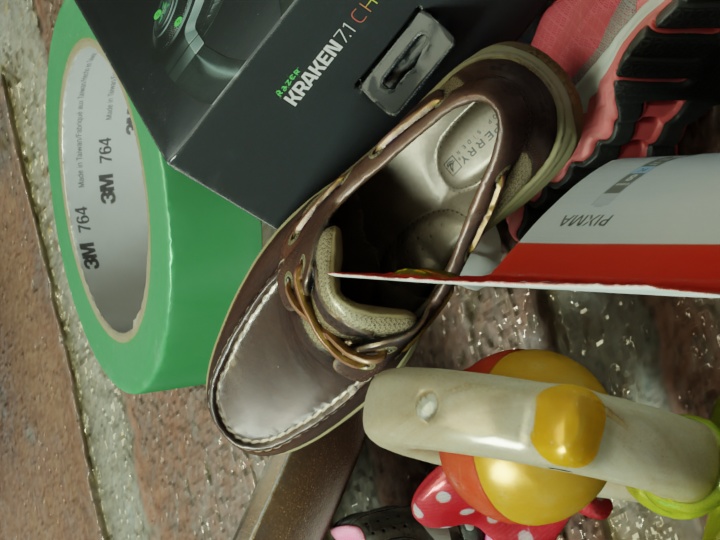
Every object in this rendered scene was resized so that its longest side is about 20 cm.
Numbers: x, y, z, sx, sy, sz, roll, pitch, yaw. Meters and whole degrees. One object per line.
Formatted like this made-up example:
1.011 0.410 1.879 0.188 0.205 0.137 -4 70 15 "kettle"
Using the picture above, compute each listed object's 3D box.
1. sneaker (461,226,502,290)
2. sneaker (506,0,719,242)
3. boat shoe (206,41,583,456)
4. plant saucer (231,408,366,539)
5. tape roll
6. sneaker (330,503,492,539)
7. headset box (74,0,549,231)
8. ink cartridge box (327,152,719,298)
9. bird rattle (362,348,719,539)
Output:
0.010 -0.076 1.032 0.089 0.075 0.200 -57 45 22 "sneaker"
0.101 -0.091 0.890 0.200 0.074 0.087 -51 46 47 "sneaker"
0.000 0.000 0.874 0.072 0.072 0.200 47 117 4 "boat shoe"
-0.037 0.116 1.047 0.200 0.032 0.201 -156 90 -87 "plant saucer"
-0.104 -0.041 1.167 0.200 0.048 0.201 173 90 -68 "tape roll"
-0.005 0.173 1.029 0.079 0.095 0.200 49 129 39 "sneaker"
-0.016 -0.127 0.965 0.174 0.093 0.200 -51 34 11 "headset box"
0.114 -0.018 0.765 0.160 0.200 0.047 2 93 55 "ink cartridge box"
0.073 0.058 0.874 0.200 0.163 0.113 16 85 44 "bird rattle"
